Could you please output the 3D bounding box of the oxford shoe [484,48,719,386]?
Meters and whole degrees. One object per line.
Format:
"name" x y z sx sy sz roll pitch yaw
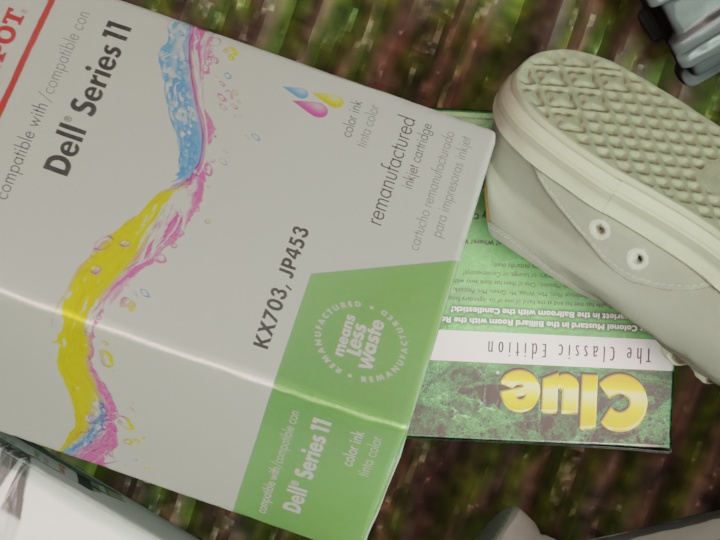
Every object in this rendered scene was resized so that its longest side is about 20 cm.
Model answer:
"oxford shoe" 0.117 0.011 0.810 0.199 0.075 0.058 36 130 16

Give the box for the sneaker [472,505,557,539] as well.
"sneaker" 0.028 0.177 0.840 0.080 0.070 0.201 29 88 -4

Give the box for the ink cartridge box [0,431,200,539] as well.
"ink cartridge box" -0.148 0.109 0.828 0.199 0.084 0.147 30 88 0

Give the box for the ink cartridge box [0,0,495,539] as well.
"ink cartridge box" -0.073 -0.013 0.794 0.199 0.068 0.118 18 51 -1

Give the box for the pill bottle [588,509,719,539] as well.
"pill bottle" 0.134 0.119 0.796 0.199 0.113 0.114 -10 90 -24

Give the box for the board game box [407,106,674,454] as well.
"board game box" 0.000 0.000 0.864 0.198 0.023 0.106 4 87 -1

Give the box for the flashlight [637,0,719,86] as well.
"flashlight" 0.174 -0.127 0.853 0.199 0.068 0.068 -33 64 2
